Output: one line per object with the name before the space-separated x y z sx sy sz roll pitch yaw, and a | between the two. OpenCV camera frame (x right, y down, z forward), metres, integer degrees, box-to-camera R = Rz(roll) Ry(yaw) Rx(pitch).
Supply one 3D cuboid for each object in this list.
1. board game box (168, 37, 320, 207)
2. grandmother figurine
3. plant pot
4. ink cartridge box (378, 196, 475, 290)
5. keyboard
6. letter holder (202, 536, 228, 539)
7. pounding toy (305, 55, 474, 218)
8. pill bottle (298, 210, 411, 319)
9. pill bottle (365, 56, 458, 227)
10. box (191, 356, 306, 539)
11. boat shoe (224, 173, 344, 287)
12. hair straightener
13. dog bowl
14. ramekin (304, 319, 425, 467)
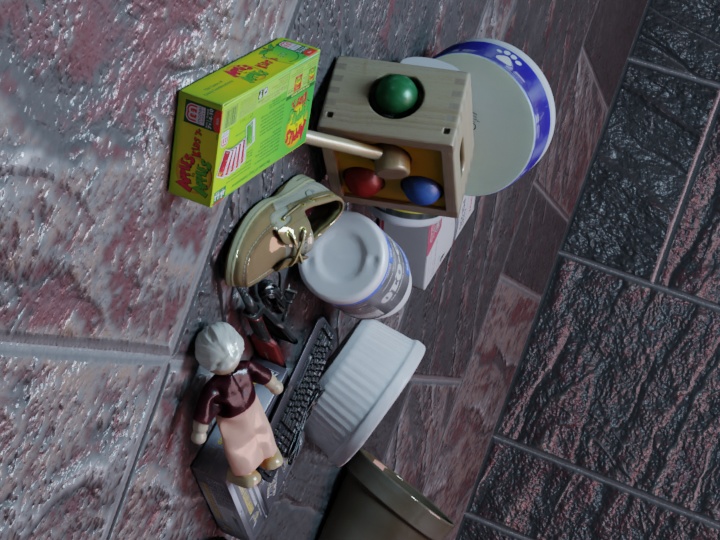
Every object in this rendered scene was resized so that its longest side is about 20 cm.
board game box | -0.108 -0.146 1.259 0.200 0.047 0.102 -43 149 -56
grandmother figurine | -0.138 0.143 1.425 0.121 0.060 0.201 -42 135 -38
plant pot | 0.025 0.417 2.128 0.174 0.200 0.200 -53 162 -2
ink cartridge box | 0.101 -0.094 1.928 0.146 0.084 0.200 93 22 -45
keyboard | -0.074 0.165 1.605 0.127 0.020 0.201 68 44 -66
letter holder | -0.184 0.407 1.563 0.143 0.100 0.200 -67 164 -2
pounding toy | 0.024 -0.147 1.494 0.200 0.183 0.143 78 24 -61
pill bottle | 0.000 0.000 1.657 0.200 0.113 0.115 35 75 -73
pill bottle | 0.072 -0.167 1.701 0.111 0.111 0.201 -43 148 -57
box | -0.131 0.222 1.605 0.159 0.048 0.200 -61 161 -26
boat shoe | -0.080 -0.042 1.434 0.200 0.066 0.074 -52 155 -47
hair straightener | -0.106 0.044 1.518 0.077 0.041 0.200 -64 158 -20
dog bowl | 0.155 -0.205 1.768 0.079 0.199 0.201 -39 145 -55
ramekin | -0.008 0.154 1.749 0.203 0.094 0.202 -54 -179 1
